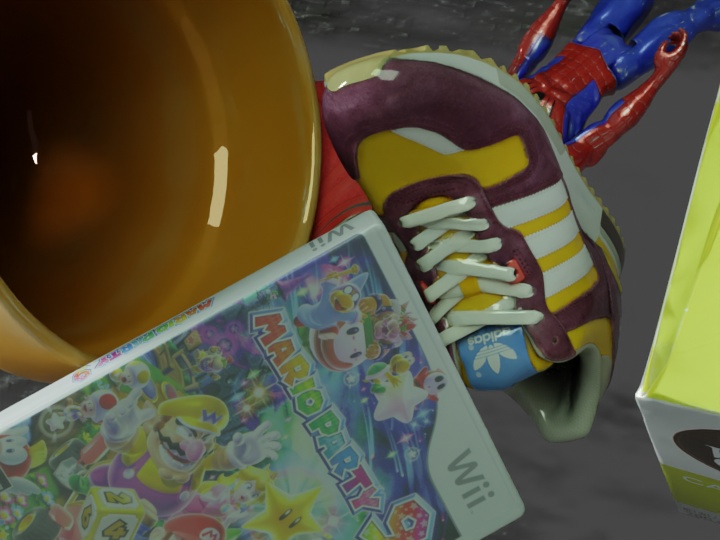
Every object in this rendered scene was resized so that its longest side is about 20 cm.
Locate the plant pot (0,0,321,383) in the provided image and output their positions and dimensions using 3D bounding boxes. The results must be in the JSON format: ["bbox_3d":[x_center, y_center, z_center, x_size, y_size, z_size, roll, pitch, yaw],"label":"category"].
[{"bbox_3d":[-0.148,-0.051,0.920,0.183,0.200,0.201,-5,58,42],"label":"plant pot"}]

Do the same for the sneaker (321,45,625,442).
[{"bbox_3d":[0.049,-0.007,0.863,0.075,0.200,0.091,-14,56,29],"label":"sneaker"}]

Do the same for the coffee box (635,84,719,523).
[{"bbox_3d":[0.224,0.000,0.810,0.199,0.198,0.201,13,76,16],"label":"coffee box"}]

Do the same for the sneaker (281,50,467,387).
[{"bbox_3d":[0.000,0.000,0.948,0.084,0.077,0.201,-9,55,19],"label":"sneaker"}]

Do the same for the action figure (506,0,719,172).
[{"bbox_3d":[0.111,-0.099,0.970,0.065,0.052,0.200,41,71,20],"label":"action figure"}]

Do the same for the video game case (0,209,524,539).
[{"bbox_3d":[-0.052,0.084,0.851,0.199,0.144,0.018,-29,26,-3],"label":"video game case"}]
